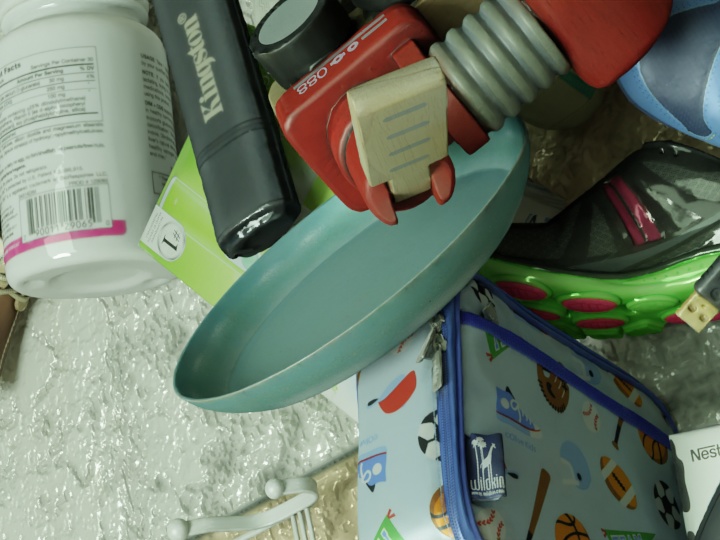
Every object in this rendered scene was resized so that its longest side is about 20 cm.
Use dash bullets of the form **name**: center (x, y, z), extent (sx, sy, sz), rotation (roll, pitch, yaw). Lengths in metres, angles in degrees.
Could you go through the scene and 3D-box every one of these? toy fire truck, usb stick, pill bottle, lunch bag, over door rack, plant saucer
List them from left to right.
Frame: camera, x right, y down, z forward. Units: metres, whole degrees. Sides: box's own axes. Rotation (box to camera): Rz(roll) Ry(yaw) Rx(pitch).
- **pill bottle**: center (-0.173, -0.091, 0.980), extent (0.113, 0.113, 0.202), rotation (-16, 75, 35)
- **over door rack**: center (-0.086, 0.221, 0.876), extent (0.200, 0.066, 0.149), rotation (-38, 53, 38)
- **usb stick**: center (-0.077, -0.100, 0.850), extent (0.055, 0.032, 0.201), rotation (-36, 57, 33)
- **plant saucer**: center (0.000, 0.000, 0.713), extent (0.199, 0.201, 0.027), rotation (-28, 110, 31)
- **toy fire truck**: center (0.045, -0.091, 0.640), extent (0.176, 0.129, 0.200), rotation (-38, 31, 8)
- **lunch bag**: center (0.077, 0.092, 0.705), extent (0.075, 0.199, 0.161), rotation (-26, 47, 33)

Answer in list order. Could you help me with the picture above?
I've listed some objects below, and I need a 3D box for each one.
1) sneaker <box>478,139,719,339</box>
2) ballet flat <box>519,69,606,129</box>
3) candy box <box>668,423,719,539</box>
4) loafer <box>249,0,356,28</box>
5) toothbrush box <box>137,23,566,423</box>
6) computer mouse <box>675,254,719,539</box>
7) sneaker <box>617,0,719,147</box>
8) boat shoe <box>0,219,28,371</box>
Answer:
- **sneaker**: center (0.135, -0.017, 0.750), extent (0.198, 0.077, 0.085), rotation (-5, 66, 9)
- **ballet flat**: center (0.043, -0.128, 0.850), extent (0.199, 0.069, 0.070), rotation (21, 97, 37)
- **candy box**: center (0.236, 0.152, 0.666), extent (0.167, 0.071, 0.202), rotation (-18, 73, 34)
- **loafer**: center (0.029, -0.173, 0.810), extent (0.069, 0.070, 0.200), rotation (18, 55, 45)
- **toothbrush box**: center (-0.010, -0.025, 0.866), extent (0.200, 0.086, 0.146), rotation (36, 105, 33)
- **computer mouse**: center (0.171, 0.067, 0.651), extent (0.140, 0.046, 0.201), rotation (44, 111, 31)
- **sneaker**: center (0.204, -0.071, 0.671), extent (0.198, 0.082, 0.075), rotation (20, 107, 12)
- **boat shoe**: center (-0.248, -0.010, 1.045), extent (0.071, 0.076, 0.202), rotation (6, 90, 33)
